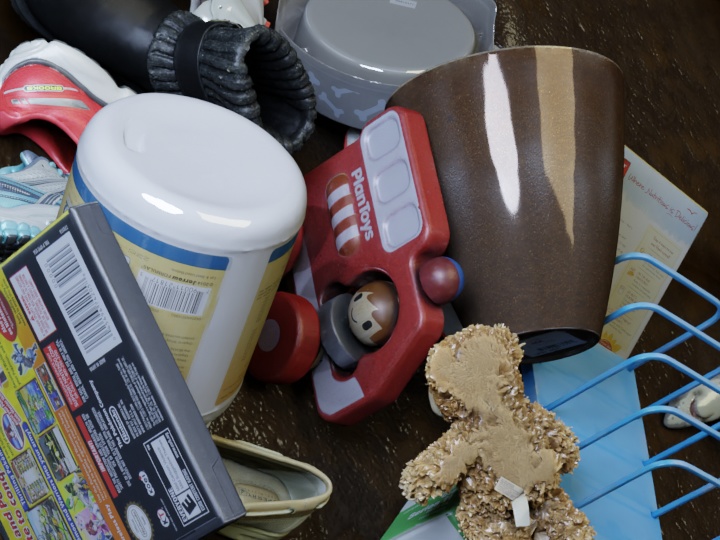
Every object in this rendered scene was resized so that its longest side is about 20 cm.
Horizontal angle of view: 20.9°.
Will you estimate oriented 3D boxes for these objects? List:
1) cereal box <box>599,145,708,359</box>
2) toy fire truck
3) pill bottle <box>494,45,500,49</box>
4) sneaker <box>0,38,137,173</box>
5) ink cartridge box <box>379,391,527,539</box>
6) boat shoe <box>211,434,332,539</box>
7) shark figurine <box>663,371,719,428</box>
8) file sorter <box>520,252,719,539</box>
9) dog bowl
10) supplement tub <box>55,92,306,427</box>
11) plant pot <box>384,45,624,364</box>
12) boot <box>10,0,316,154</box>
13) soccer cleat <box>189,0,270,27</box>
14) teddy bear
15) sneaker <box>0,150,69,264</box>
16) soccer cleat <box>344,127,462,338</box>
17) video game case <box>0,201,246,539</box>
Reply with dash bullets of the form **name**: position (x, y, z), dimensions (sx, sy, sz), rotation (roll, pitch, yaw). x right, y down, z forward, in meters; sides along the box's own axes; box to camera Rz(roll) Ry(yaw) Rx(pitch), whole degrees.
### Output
- **cereal box**: position (0.195, -0.003, 1.665), dimensions (0.143, 0.039, 0.201), rotation (35, 81, -27)
- **toy fire truck**: position (0.000, 0.000, 1.426), dimensions (0.112, 0.167, 0.202), rotation (14, 54, -42)
- **pill bottle**: position (0.147, -0.099, 1.712), dimensions (0.199, 0.114, 0.115), rotation (36, 42, -27)
- **sneaker**: position (-0.176, -0.079, 1.379), dimensions (0.199, 0.077, 0.086), rotation (31, 63, -25)
- **ink cartridge box**: position (0.117, 0.197, 1.489), dimensions (0.147, 0.083, 0.200), rotation (52, 36, -8)
- **boat shoe**: position (-0.109, 0.134, 1.292), dimensions (0.200, 0.063, 0.074), rotation (23, 48, -37)
- **shark figurine**: position (0.380, 0.136, 1.847), dimensions (0.213, 0.089, 0.129), rotation (31, 77, -20)
- **file sorter**: position (0.215, 0.109, 1.497), dimensions (0.138, 0.122, 0.201), rotation (28, 43, -36)
- **dog bowl**: position (0.021, -0.184, 1.601), dimensions (0.198, 0.059, 0.201), rotation (8, 39, -6)
- **supplement tub**: position (-0.127, 0.009, 1.214), dimensions (0.143, 0.201, 0.145), rotation (16, 32, -10)
- **plant pot**: position (0.122, -0.038, 1.470), dimensions (0.186, 0.186, 0.202), rotation (11, 65, -44)
- **boot**: position (-0.135, -0.163, 1.372), dimensions (0.211, 0.157, 0.080), rotation (33, 84, -42)
- **soccer cleat**: position (-0.098, -0.165, 1.505), dimensions (0.077, 0.069, 0.201), rotation (28, 31, -38)
- **teddy bear**: position (0.096, 0.140, 1.379), dimensions (0.145, 0.067, 0.201), rotation (-38, 96, -22)
- **sneaker**: position (-0.199, -0.040, 1.306), dimensions (0.199, 0.077, 0.087), rotation (5, 55, -49)
- **soccer cleat**: position (0.053, -0.039, 1.584), dimensions (0.068, 0.085, 0.201), rotation (-15, 77, -52)
- **video game case**: position (-0.171, 0.088, 1.155), dimensions (0.025, 0.180, 0.201), rotation (-18, 78, -51)
